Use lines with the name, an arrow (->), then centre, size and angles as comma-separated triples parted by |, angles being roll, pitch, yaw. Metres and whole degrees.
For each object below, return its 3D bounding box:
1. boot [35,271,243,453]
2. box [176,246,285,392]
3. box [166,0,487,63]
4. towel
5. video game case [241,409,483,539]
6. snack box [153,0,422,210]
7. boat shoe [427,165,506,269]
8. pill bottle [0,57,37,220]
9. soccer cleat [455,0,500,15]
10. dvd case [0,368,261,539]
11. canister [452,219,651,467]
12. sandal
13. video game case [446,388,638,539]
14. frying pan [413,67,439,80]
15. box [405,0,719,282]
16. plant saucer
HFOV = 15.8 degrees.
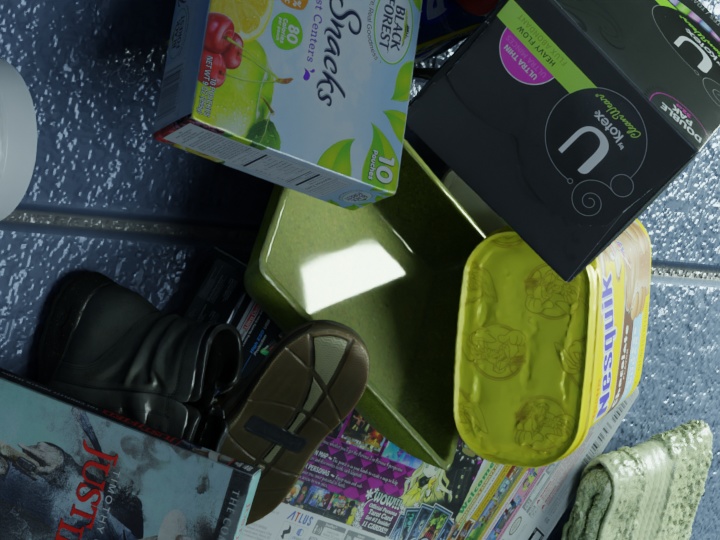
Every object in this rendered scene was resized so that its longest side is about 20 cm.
boot -> -0.149, 0.109, 1.565 | 0.068, 0.130, 0.201 | 4, 107, -53
box -> -0.084, 0.106, 1.696 | 0.159, 0.046, 0.201 | 33, 85, -48
box -> -0.016, -0.149, 1.608 | 0.199, 0.064, 0.070 | -23, 87, -35
towel -> 0.210, 0.217, 2.036 | 0.148, 0.036, 0.201 | -16, 128, -42
video game case -> -0.009, 0.144, 1.725 | 0.199, 0.036, 0.182 | 23, 94, -46
snack box -> -0.036, -0.152, 1.522 | 0.142, 0.053, 0.201 | 19, 67, -29
boat shoe -> 0.074, 0.006, 1.796 | 0.071, 0.060, 0.201 | -7, 117, -6
pill bottle -> -0.276, -0.071, 1.364 | 0.199, 0.116, 0.117 | 0, 109, -45
soccer cleat -> 0.077, -0.259, 1.621 | 0.085, 0.068, 0.202 | -5, 83, -45
dvd case -> -0.170, 0.150, 1.532 | 0.022, 0.199, 0.147 | -22, 131, -75
canister -> 0.130, 0.036, 1.696 | 0.200, 0.086, 0.150 | -22, 117, -70
sandal -> -0.063, 0.091, 1.588 | 0.080, 0.054, 0.200 | 30, 123, -21
video game case -> 0.124, 0.137, 1.909 | 0.201, 0.022, 0.182 | -56, 151, -8
frying pan -> 0.121, -0.129, 1.776 | 0.189, 0.115, 0.031 | 11, 92, -2
box -> 0.140, -0.110, 1.594 | 0.124, 0.149, 0.200 | -46, 178, 28
plant saucer -> 0.000, 0.000, 1.650 | 0.200, 0.048, 0.200 | 48, 38, -29
